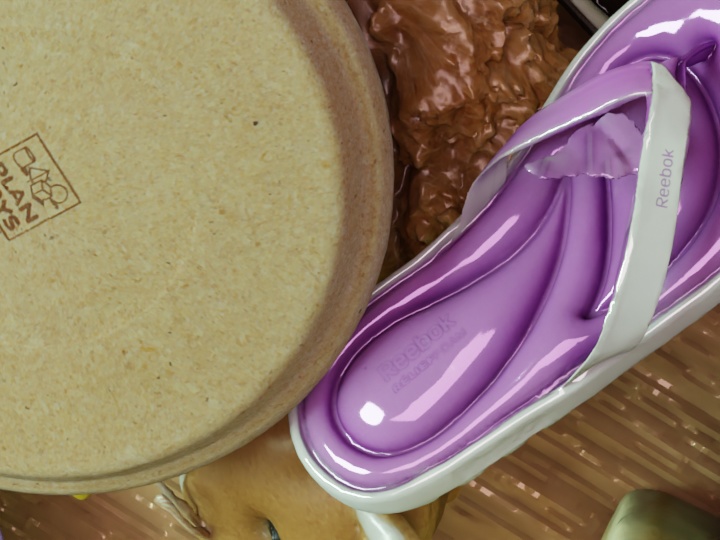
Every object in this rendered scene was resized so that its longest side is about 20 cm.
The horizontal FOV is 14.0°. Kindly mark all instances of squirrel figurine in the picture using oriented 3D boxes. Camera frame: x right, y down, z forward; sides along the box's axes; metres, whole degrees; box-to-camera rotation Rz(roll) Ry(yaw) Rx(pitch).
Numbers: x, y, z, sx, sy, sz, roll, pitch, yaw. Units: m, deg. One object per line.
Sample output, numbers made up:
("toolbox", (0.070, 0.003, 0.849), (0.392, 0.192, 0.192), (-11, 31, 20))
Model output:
("squirrel figurine", (0.000, 0.000, 0.892), (0.200, 0.142, 0.187), (-21, 95, 9))

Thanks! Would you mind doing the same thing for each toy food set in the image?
("toy food set", (-0.090, -0.030, 0.803), (0.200, 0.049, 0.198), (43, 107, -11))

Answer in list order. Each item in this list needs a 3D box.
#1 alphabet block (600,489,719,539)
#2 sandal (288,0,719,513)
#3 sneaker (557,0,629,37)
("alphabet block", (0.122, 0.194, 0.847), (0.196, 0.200, 0.196), (28, 93, 5))
("sandal", (0.059, -0.011, 0.806), (0.082, 0.050, 0.203), (43, 94, 23))
("sneaker", (0.062, -0.130, 0.910), (0.070, 0.076, 0.200), (-45, 87, 5))
